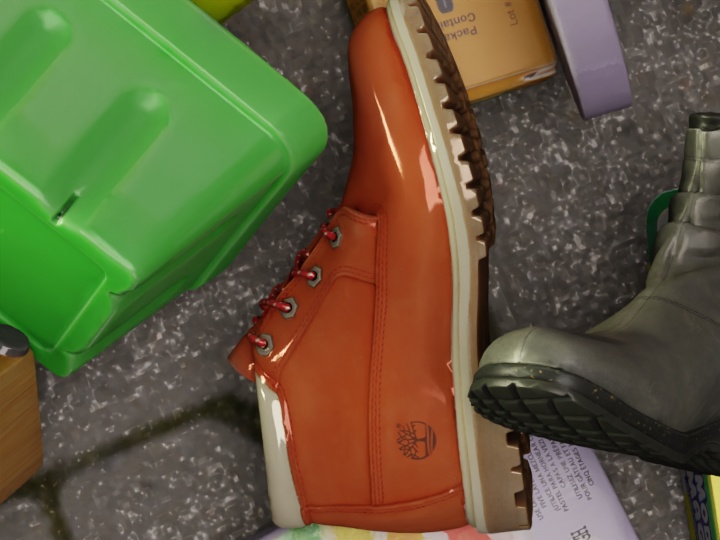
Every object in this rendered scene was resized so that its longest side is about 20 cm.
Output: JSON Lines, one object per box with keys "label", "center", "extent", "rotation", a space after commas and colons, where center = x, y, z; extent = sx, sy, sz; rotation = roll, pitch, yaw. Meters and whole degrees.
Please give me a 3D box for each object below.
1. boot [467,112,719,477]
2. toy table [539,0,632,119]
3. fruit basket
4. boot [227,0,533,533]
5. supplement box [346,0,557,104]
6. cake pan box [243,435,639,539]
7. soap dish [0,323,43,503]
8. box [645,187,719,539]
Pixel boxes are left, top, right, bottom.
{"label": "boot", "center": [0.110, 0.003, 1.003], "extent": [0.068, 0.200, 0.131], "rotation": [8, 86, 35]}
{"label": "toy table", "center": [0.107, -0.167, 1.047], "extent": [0.117, 0.184, 0.200], "rotation": [-18, 84, 3]}
{"label": "fruit basket", "center": [-0.100, -0.096, 1.028], "extent": [0.215, 0.156, 0.216], "rotation": [11, 61, -20]}
{"label": "boot", "center": [0.000, 0.000, 1.023], "extent": [0.107, 0.075, 0.201], "rotation": [-5, 94, 9]}
{"label": "supplement box", "center": [0.013, -0.159, 1.082], "extent": [0.066, 0.069, 0.201], "rotation": [-17, 88, -8]}
{"label": "cake pan box", "center": [0.037, 0.171, 1.079], "extent": [0.184, 0.052, 0.200], "rotation": [-25, 91, -6]}
{"label": "soap dish", "center": [-0.212, 0.052, 0.963], "extent": [0.157, 0.200, 0.081], "rotation": [30, 116, 9]}
{"label": "box", "center": [0.183, 0.059, 1.107], "extent": [0.117, 0.048, 0.201], "rotation": [-10, 87, -9]}
